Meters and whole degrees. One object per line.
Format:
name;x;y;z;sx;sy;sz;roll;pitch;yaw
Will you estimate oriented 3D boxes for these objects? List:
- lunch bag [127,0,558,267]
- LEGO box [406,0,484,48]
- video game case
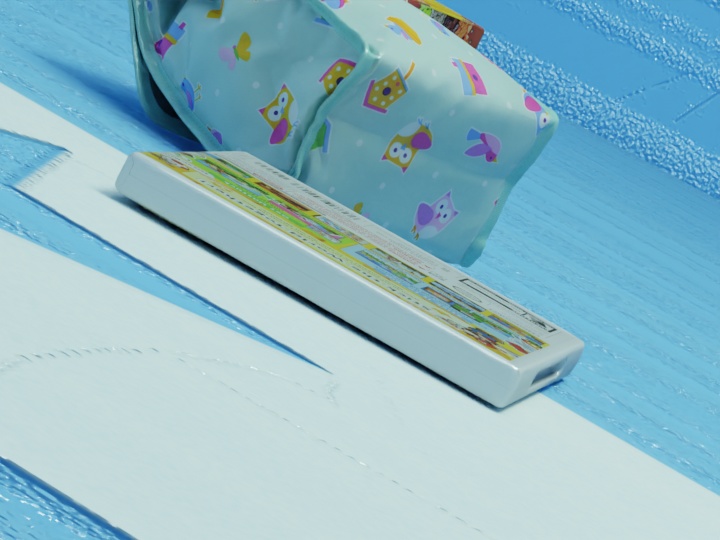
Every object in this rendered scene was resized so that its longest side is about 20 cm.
lunch bag;-0.024;-0.104;1.562;0.170;0.122;0.200;17;19;-48
LEGO box;-0.017;-0.223;2.449;0.199;0.078;0.149;32;10;28
video game case;0.000;0.000;1.341;0.199;0.023;0.182;30;8;10
